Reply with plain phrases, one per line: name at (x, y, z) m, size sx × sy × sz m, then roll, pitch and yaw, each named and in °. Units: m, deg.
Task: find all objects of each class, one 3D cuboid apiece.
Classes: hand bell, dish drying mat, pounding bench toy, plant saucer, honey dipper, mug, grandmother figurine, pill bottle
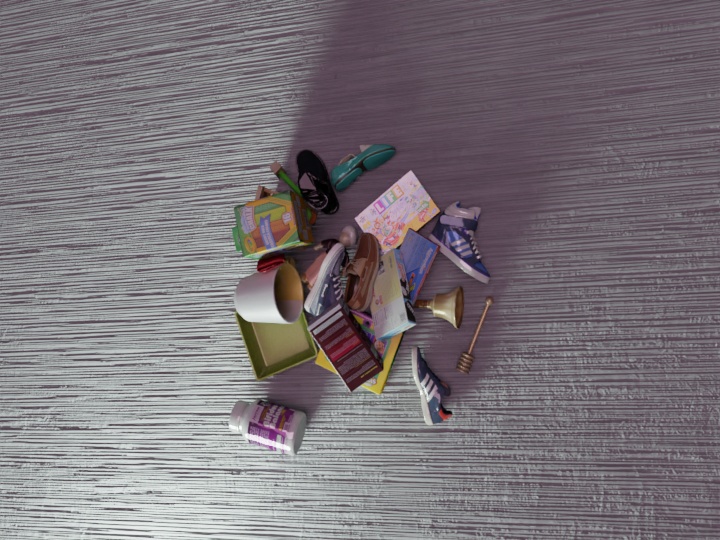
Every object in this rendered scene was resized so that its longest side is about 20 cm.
hand bell at (0.165, 0.088, 1.377) m, size 0.193 × 0.103 × 0.109 m, roll 3°, pitch 89°, yaw 25°
dish drying mat at (-0.232, -0.024, 1.371) m, size 0.074 × 0.200 × 0.019 m, roll -24°, pitch 100°, yaw -6°
pounding bench toy at (-0.192, -0.174, 1.421) m, size 0.150 × 0.124 × 0.208 m, roll 16°, pitch 92°, yaw 11°
plant saucer at (-0.228, 0.171, 1.461) m, size 0.194 × 0.048 × 0.207 m, roll -22°, pitch 85°, yaw 10°
honey dipper at (0.297, 0.164, 1.361) m, size 0.037 × 0.038 × 0.207 m, roll 20°, pitch 90°, yaw 11°
mug at (-0.239, 0.063, 1.385) m, size 0.148 × 0.186 × 0.156 m, roll -9°, pitch 100°, yaw 24°
grandmother figurine at (-0.077, -0.034, 1.430) m, size 0.121 × 0.061 × 0.201 m, roll 40°, pitch 99°, yaw 1°
pill bottle at (-0.251, 0.417, 1.428) m, size 0.192 × 0.112 × 0.117 m, roll 12°, pitch 91°, yaw 11°

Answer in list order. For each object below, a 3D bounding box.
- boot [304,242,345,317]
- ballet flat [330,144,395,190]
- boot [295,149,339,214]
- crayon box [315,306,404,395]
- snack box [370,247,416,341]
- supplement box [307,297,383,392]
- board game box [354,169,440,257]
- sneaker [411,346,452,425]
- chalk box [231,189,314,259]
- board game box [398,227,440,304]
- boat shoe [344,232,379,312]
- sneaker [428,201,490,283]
boot at (-0.068, 0.038, 1.370) m, size 0.089 × 0.072 × 0.205 m, roll 32°, pitch 109°, yaw 19°
ballet flat at (-0.001, -0.296, 1.418) m, size 0.196 × 0.067 × 0.072 m, roll -32°, pitch 69°, yaw 7°
boot at (-0.126, -0.245, 1.387) m, size 0.075 × 0.168 × 0.205 m, roll -28°, pitch 84°, yaw 7°
crayon box at (0.000, 0.204, 1.408) m, size 0.194 × 0.058 × 0.178 m, roll 23°, pitch 94°, yaw 12°
snack box at (0.072, 0.061, 1.347) m, size 0.115 × 0.036 × 0.207 m, roll -32°, pitch 56°, yaw 37°
supplement box at (-0.036, 0.188, 1.331) m, size 0.107 × 0.061 × 0.204 m, roll -32°, pitch 98°, yaw 9°
board game box at (0.098, -0.146, 1.407) m, size 0.198 × 0.034 × 0.136 m, roll -39°, pitch 81°, yaw 8°
sneaker at (0.187, 0.290, 1.363) m, size 0.081 × 0.075 × 0.208 m, roll -15°, pitch 95°, yaw 12°
chalk box at (-0.231, -0.103, 1.301) m, size 0.193 × 0.124 × 0.130 m, roll -16°, pitch 86°, yaw 10°
board game box at (0.124, 0.007, 1.364) m, size 0.102 × 0.019 × 0.206 m, roll 33°, pitch 105°, yaw 35°
boat shoe at (0.000, 0.000, 1.363) m, size 0.074 × 0.070 × 0.209 m, roll -5°, pitch 75°, yaw 51°
sneaker at (0.281, -0.083, 1.344) m, size 0.198 × 0.080 × 0.149 m, roll 39°, pitch 101°, yaw 15°
